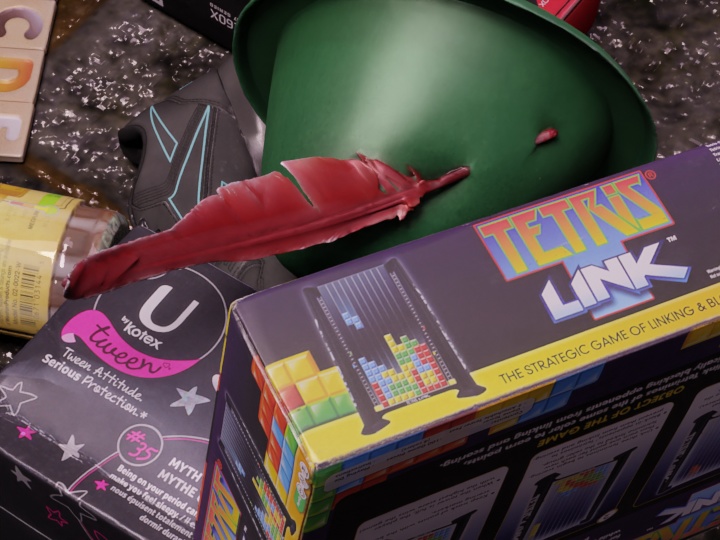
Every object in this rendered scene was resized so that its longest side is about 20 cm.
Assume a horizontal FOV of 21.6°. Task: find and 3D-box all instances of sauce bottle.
[{"bbox_3d":[-0.200,-0.015,0.817,0.198,0.065,0.065,12,55,5],"label":"sauce bottle"}]

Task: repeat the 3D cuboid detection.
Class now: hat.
[{"bbox_3d":[0.000,0.000,0.708,0.199,0.166,0.177,20,61,-7],"label":"hat"}]

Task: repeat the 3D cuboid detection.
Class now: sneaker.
[{"bbox_3d":[-0.055,-0.008,0.822,0.079,0.076,0.201,-17,48,-2],"label":"sneaker"}]

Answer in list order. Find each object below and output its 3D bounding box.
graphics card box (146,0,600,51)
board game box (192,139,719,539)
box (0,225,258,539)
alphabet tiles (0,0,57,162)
[{"bbox_3d":[0.003,-0.140,0.920,0.199,0.051,0.126,31,60,17],"label":"graphics card box"},{"bbox_3d":[0.052,0.045,0.564,0.199,0.166,0.057,-18,61,-22],"label":"board game box"},{"bbox_3d":[-0.032,0.100,0.701,0.199,0.133,0.115,29,55,17],"label":"box"},{"bbox_3d":[-0.235,-0.112,0.919,0.166,0.008,0.201,4,55,1],"label":"alphabet tiles"}]
